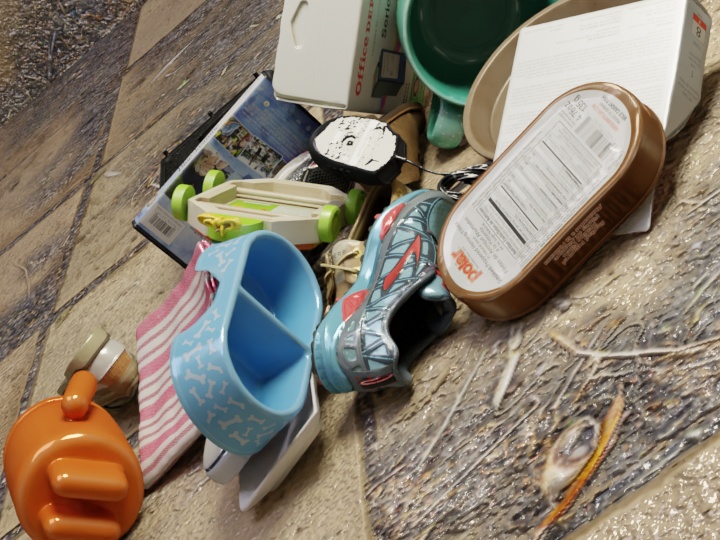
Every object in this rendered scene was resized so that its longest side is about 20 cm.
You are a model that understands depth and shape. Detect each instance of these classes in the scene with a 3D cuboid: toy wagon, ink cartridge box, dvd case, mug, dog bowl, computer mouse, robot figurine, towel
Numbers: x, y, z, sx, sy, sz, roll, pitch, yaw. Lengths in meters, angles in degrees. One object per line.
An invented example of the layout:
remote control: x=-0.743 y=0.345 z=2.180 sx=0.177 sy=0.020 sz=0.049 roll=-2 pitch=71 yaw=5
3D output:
toy wagon: x=-0.089 y=-0.050 z=1.249 sx=0.153 sy=0.040 sz=0.200 roll=8 pitch=18 yaw=17
ink cartridge box: x=0.183 y=-0.108 z=1.094 sx=0.161 sy=0.050 sz=0.203 roll=-6 pitch=65 yaw=42
dvd case: x=-0.111 y=-0.076 z=1.402 sx=0.200 sy=0.142 sz=0.018 roll=-47 pitch=27 yaw=6
mug: x=0.097 y=-0.230 z=1.339 sx=0.185 sy=0.152 sz=0.115 roll=-41 pitch=16 yaw=9
dog bowl: x=-0.083 y=0.048 z=1.103 sx=0.049 sy=0.111 sz=0.201 roll=-31 pitch=31 yaw=30
ink cartridge box: x=-0.001 y=-0.230 z=1.391 sx=0.086 sy=0.147 sz=0.199 roll=11 pitch=7 yaw=24
computer mouse: x=0.045 y=-0.087 z=1.218 sx=0.198 sy=0.034 sz=0.059 roll=19 pitch=62 yaw=22
robot figurine: x=-0.258 y=0.179 z=1.261 sx=0.116 sy=0.145 sz=0.200 roll=-30 pitch=20 yaw=-12
towel: x=-0.167 y=0.084 z=1.297 sx=0.147 sy=0.030 sz=0.201 roll=-49 pitch=32 yaw=29

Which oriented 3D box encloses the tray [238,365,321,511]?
tray: x=-0.065 y=0.109 z=1.159 sx=0.108 sy=0.022 sz=0.201 roll=-53 pitch=19 yaw=17

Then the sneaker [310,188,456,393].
sneaker: x=0.044 y=0.020 z=1.117 sx=0.095 sy=0.080 sz=0.201 roll=3 pitch=52 yaw=38

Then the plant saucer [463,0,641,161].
plant saucer: x=0.177 y=-0.163 z=1.207 sx=0.199 sy=0.029 sz=0.202 roll=-27 pitch=37 yaw=23

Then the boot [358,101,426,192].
boot: x=0.029 y=-0.112 z=1.357 sx=0.073 sy=0.076 sz=0.200 roll=-39 pitch=0 yaw=24

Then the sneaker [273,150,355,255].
sneaker: x=-0.071 y=-0.033 z=1.371 sx=0.201 sy=0.081 sz=0.075 roll=-50 pitch=23 yaw=-5

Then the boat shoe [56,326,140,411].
boat shoe: x=-0.264 y=0.113 z=1.451 sx=0.075 sy=0.068 sz=0.200 roll=-54 pitch=4 yaw=-14

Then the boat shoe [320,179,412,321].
boat shoe: x=0.000 y=0.000 z=1.206 sx=0.074 sy=0.066 sz=0.201 roll=-21 pitch=31 yaw=42

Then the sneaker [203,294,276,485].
sneaker: x=-0.108 y=0.085 z=1.162 sx=0.073 sy=0.070 sz=0.201 roll=-44 pitch=23 yaw=38

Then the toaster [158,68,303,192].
toaster: x=-0.125 y=-0.108 z=1.540 sx=0.180 sy=0.119 sz=0.200 roll=-40 pitch=22 yaw=10

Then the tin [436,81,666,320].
tin: x=0.137 y=-0.053 z=1.043 sx=0.200 sy=0.042 sz=0.112 roll=-47 pitch=38 yaw=12
